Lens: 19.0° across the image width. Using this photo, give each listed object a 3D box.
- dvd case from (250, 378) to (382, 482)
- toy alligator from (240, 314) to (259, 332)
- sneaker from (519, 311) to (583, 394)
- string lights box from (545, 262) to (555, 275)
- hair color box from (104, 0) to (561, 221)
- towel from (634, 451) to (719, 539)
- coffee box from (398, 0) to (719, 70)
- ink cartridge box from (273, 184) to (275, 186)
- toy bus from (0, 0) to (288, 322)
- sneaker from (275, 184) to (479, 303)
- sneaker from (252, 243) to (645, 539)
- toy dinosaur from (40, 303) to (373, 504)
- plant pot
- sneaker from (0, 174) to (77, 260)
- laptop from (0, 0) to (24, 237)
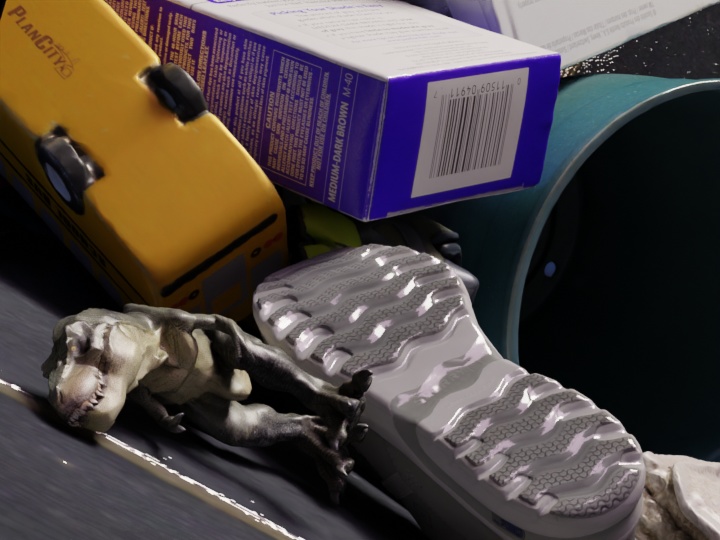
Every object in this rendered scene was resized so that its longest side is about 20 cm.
[{"bbox_3d":[0.050,0.088,0.903,0.143,0.018,0.200,33,5,36],"label":"dvd case"},{"bbox_3d":[-0.029,0.008,1.057,0.200,0.059,0.054,28,4,-29],"label":"toy alligator"},{"bbox_3d":[0.079,0.058,1.152,0.200,0.073,0.077,-118,-175,-61],"label":"sneaker"},{"bbox_3d":[0.136,0.058,1.320,0.200,0.103,0.059,30,4,-3],"label":"string lights box"},{"bbox_3d":[-0.029,-0.084,0.904,0.200,0.065,0.109,26,26,38],"label":"hair color box"},{"bbox_3d":[0.178,0.135,0.724,0.200,0.034,0.132,48,20,28],"label":"towel"},{"bbox_3d":[0.025,-0.182,1.047,0.198,0.200,0.200,-13,7,40],"label":"coffee box"},{"bbox_3d":[-0.070,-0.077,1.225,0.200,0.145,0.145,28,4,-19],"label":"ink cartridge box"},{"bbox_3d":[-0.114,-0.063,0.854,0.200,0.065,0.078,45,-21,25],"label":"toy bus"},{"bbox_3d":[0.000,0.000,0.936,0.081,0.074,0.200,9,13,-8],"label":"sneaker"},{"bbox_3d":[0.023,0.059,0.759,0.075,0.082,0.200,-21,38,-21],"label":"sneaker"},{"bbox_3d":[-0.041,0.038,0.700,0.088,0.047,0.200,24,-1,9],"label":"toy dinosaur"},{"bbox_3d":[0.101,-0.004,1.011,0.200,0.200,0.188,27,-2,-33],"label":"plant pot"},{"bbox_3d":[-0.149,-0.060,0.952,0.200,0.080,0.086,26,11,23],"label":"sneaker"},{"bbox_3d":[-0.201,-0.096,0.794,0.177,0.103,0.200,31,4,4],"label":"laptop"}]
